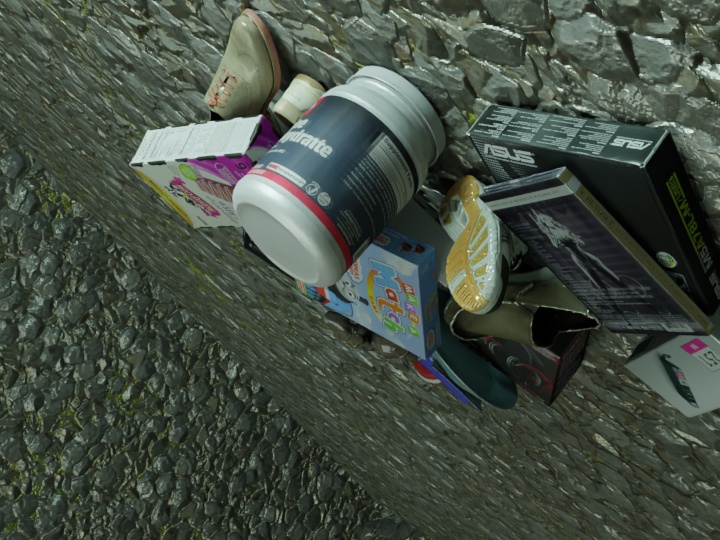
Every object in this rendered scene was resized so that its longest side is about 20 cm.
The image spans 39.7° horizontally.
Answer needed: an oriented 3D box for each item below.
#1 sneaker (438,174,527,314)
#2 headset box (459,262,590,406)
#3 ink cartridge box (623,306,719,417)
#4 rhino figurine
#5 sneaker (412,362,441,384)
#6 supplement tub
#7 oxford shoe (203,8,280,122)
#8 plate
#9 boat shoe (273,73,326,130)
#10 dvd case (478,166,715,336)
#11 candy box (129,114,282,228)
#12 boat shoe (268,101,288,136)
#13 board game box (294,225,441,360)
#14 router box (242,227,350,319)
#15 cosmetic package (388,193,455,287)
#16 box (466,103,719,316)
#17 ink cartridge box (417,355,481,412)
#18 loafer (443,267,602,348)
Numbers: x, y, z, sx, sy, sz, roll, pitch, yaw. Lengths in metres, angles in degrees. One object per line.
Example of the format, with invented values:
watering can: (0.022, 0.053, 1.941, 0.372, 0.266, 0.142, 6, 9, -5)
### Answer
sneaker: (0.136, -0.020, 0.999, 0.087, 0.076, 0.201, 32, -149, -21)
headset box: (0.194, 0.064, 1.196, 0.148, 0.075, 0.200, 36, 164, 20)
ink cartridge box: (0.373, 0.116, 0.992, 0.173, 0.044, 0.200, 40, 164, 6)
rhino figurine: (0.019, 0.089, 1.446, 0.199, 0.061, 0.087, 13, 178, 41)
sneaker: (0.068, 0.096, 1.495, 0.115, 0.079, 0.200, 37, 177, -26)
supplement tub: (-0.020, -0.096, 1.014, 0.140, 0.200, 0.141, 35, 159, 16)
oxford shoe: (-0.143, -0.214, 1.167, 0.070, 0.074, 0.201, 45, 149, 23)
plate: (0.134, 0.105, 1.322, 0.200, 0.026, 0.201, 39, -155, -22)
boat shoe: (-0.042, -0.143, 1.200, 0.072, 0.065, 0.201, 25, 158, 41)
dvd case: (0.209, -0.012, 0.904, 0.200, 0.016, 0.148, 43, 165, -13)
candy box: (-0.163, -0.114, 1.208, 0.198, 0.061, 0.136, 0, 146, 38)
boat shoe: (-0.090, -0.145, 1.278, 0.075, 0.068, 0.201, -40, 77, 43)
board game box: (0.000, 0.000, 1.124, 0.199, 0.037, 0.152, 26, 143, 30)
router box: (-0.032, -0.036, 1.297, 0.199, 0.149, 0.063, 32, 130, 25)
cosmetic package: (0.056, -0.059, 1.130, 0.200, 0.051, 0.082, 44, -170, 22)
box: (0.213, -0.056, 0.890, 0.199, 0.048, 0.193, 21, 158, 48)
ink cartridge box: (0.122, 0.114, 1.361, 0.095, 0.037, 0.201, 43, -159, -16)
loafer: (0.172, 0.044, 1.051, 0.199, 0.070, 0.075, -18, 139, 36)
